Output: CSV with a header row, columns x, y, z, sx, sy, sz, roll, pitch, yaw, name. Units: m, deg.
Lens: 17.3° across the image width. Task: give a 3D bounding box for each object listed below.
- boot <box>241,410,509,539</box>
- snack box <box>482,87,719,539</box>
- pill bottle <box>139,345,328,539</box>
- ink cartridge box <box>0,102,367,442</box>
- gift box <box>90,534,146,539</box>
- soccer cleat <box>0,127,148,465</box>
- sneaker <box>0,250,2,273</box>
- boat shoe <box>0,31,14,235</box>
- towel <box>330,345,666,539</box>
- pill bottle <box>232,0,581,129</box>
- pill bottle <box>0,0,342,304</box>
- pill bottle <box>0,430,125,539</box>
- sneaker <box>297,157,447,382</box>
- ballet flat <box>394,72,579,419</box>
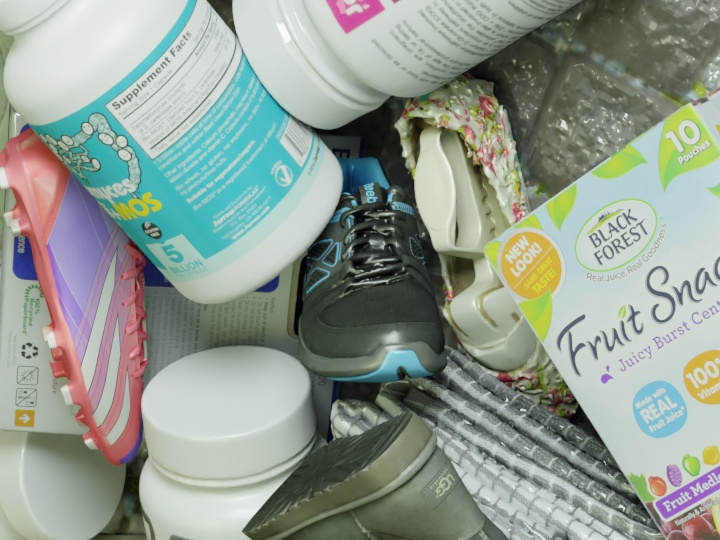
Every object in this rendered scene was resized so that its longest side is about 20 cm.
x,y,z,sx,sy,sz,roll,pitch,yaw,name
0.045,0.173,1.190,0.200,0.073,0.182,47,154,-10,boot
0.168,0.035,1.114,0.142,0.053,0.200,-35,84,35,snack box
-0.064,0.151,1.340,0.113,0.114,0.201,14,125,31,pill bottle
-0.106,0.003,1.354,0.199,0.047,0.199,3,112,-10,ink cartridge box
-0.201,0.275,1.456,0.186,0.184,0.201,-2,97,34,gift box
-0.142,0.012,1.296,0.067,0.076,0.201,-134,26,-69,soccer cleat
-0.202,-0.002,1.406,0.199,0.075,0.115,16,109,-8,sneaker
-0.195,-0.110,1.412,0.061,0.071,0.202,-108,18,-55,boat shoe
0.081,0.146,1.252,0.200,0.086,0.166,31,146,29,towel
0.039,-0.157,1.184,0.200,0.113,0.114,-30,86,31,pill bottle
-0.107,-0.086,1.214,0.110,0.111,0.200,-20,121,38,pill bottle
-0.251,0.122,1.485,0.199,0.116,0.117,-2,103,36,pill bottle
0.000,0.000,1.234,0.073,0.200,0.082,-1,109,-10,sneaker
0.061,-0.006,1.257,0.075,0.064,0.201,-16,95,35,ballet flat
